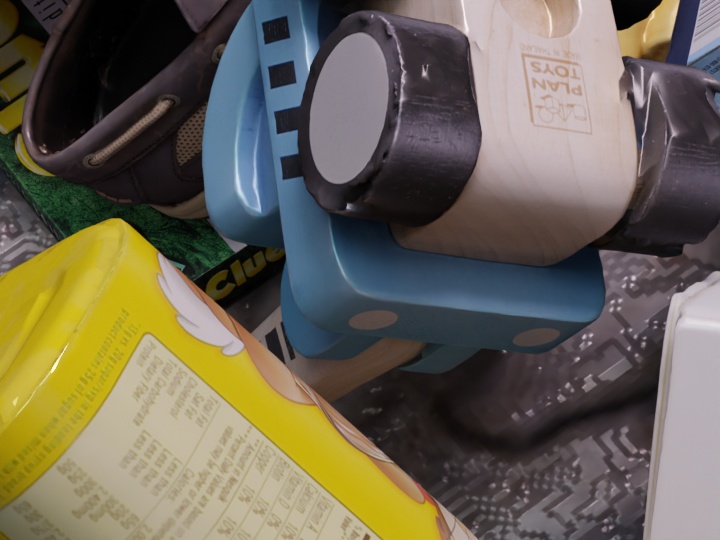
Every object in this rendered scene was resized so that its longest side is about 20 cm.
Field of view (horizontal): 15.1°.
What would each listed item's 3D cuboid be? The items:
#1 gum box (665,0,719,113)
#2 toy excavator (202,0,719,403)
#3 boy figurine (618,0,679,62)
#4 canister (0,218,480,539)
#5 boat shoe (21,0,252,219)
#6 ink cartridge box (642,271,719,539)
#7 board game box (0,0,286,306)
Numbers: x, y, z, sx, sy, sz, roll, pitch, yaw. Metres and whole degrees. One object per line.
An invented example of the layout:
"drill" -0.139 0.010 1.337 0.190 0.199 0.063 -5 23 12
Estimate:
"gum box" 0.187 -0.082 0.739 0.200 0.045 0.170 27 59 -20
"toy excavator" 0.000 0.000 0.700 0.100 0.200 0.195 6 64 -30
"boy figurine" 0.064 -0.087 0.812 0.124 0.064 0.200 30 67 -1
"canister" -0.029 0.092 0.619 0.148 0.200 0.087 -26 28 46
"boat shoe" -0.033 -0.093 0.742 0.073 0.200 0.075 -2 41 -41
"ink cartridge box" 0.177 0.054 0.657 0.200 0.147 0.083 9 97 16
"board game box" -0.080 -0.072 0.860 0.105 0.023 0.200 -36 60 -10
